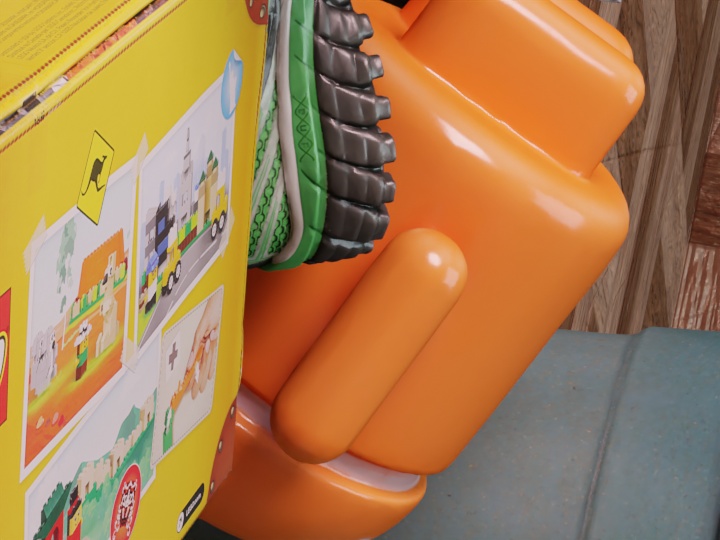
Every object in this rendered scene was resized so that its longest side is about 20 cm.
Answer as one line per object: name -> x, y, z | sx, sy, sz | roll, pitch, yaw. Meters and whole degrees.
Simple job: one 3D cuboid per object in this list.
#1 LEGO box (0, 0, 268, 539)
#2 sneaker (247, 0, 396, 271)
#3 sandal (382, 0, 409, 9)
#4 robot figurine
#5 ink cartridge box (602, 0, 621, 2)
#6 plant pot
LEGO box -> -0.086, 0.011, 0.536 | 0.200, 0.077, 0.149 | -54, 151, -65
sneaker -> -0.048, -0.092, 0.639 | 0.078, 0.085, 0.200 | -154, -127, -69
sandal -> -0.006, -0.082, 0.838 | 0.201, 0.080, 0.057 | 69, 30, -70
robot figurine -> 0.000, 0.000, 0.766 | 0.117, 0.144, 0.200 | 23, 110, -46
ink cartridge box -> 0.100, -0.216, 1.024 | 0.109, 0.050, 0.200 | -57, 155, -69
plant pot -> 0.038, 0.099, 0.916 | 0.200, 0.196, 0.200 | 10, 90, -78
